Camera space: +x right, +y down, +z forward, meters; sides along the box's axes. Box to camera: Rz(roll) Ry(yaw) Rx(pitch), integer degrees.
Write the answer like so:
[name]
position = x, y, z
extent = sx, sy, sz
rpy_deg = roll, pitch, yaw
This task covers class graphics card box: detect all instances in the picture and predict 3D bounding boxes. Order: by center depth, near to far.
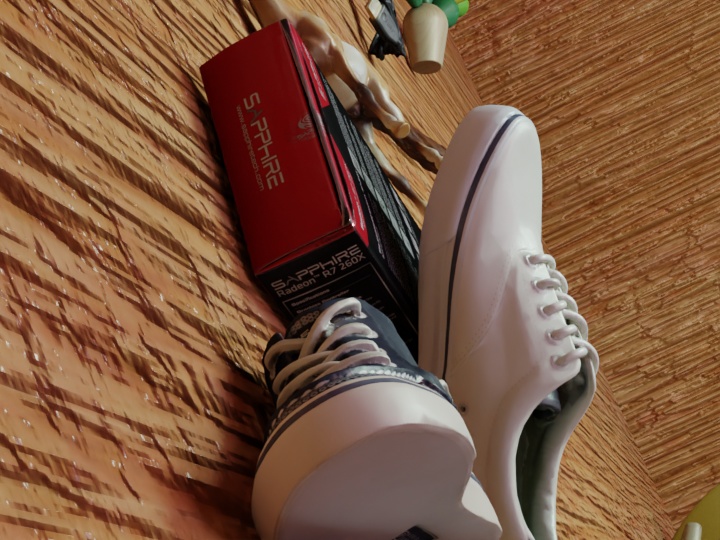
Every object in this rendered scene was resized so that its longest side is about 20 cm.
[graphics card box]
position = 0.000, 0.000, 0.916
extent = 0.200, 0.051, 0.126
rpy_deg = 54, 14, -49

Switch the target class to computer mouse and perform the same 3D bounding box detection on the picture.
[computer mouse]
position = -0.015, -0.258, 1.667
extent = 0.200, 0.046, 0.141
rpy_deg = 64, 11, -46

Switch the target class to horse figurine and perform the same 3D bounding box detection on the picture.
[horse figurine]
position = -0.005, -0.097, 1.143
extent = 0.133, 0.050, 0.200
rpy_deg = 50, 7, 33

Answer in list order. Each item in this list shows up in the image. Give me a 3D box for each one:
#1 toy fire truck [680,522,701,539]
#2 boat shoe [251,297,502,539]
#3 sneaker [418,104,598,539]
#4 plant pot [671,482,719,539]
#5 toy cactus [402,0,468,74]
[toy fire truck]
position = 0.227, 0.285, 1.344
extent = 0.200, 0.129, 0.176
rpy_deg = 49, 13, -19
[boat shoe]
position = -0.008, 0.048, 0.684
extent = 0.093, 0.075, 0.200
rpy_deg = 61, -2, 20
[sneaker]
position = 0.065, 0.030, 0.855
extent = 0.073, 0.071, 0.201
rpy_deg = 21, 73, -61
[plant pot]
position = 0.481, 0.352, 2.448
extent = 0.195, 0.200, 0.196
rpy_deg = 61, 9, -24
[toy cactus]
position = 0.054, -0.276, 2.069
extent = 0.200, 0.102, 0.165
rpy_deg = 54, 32, -64
